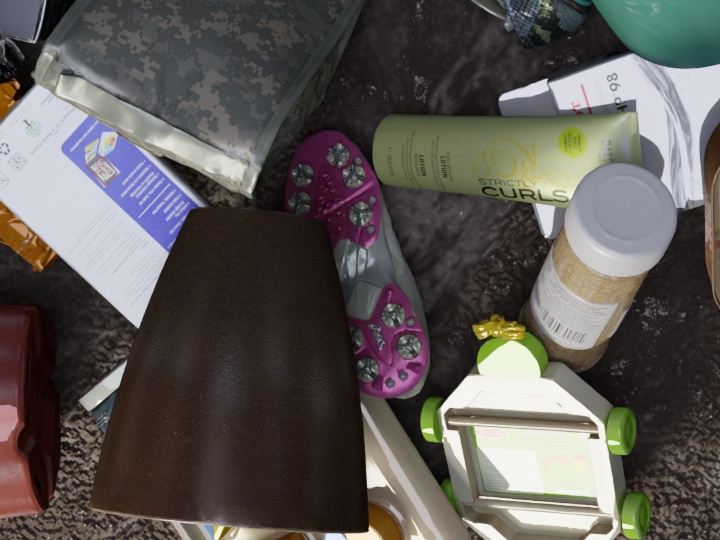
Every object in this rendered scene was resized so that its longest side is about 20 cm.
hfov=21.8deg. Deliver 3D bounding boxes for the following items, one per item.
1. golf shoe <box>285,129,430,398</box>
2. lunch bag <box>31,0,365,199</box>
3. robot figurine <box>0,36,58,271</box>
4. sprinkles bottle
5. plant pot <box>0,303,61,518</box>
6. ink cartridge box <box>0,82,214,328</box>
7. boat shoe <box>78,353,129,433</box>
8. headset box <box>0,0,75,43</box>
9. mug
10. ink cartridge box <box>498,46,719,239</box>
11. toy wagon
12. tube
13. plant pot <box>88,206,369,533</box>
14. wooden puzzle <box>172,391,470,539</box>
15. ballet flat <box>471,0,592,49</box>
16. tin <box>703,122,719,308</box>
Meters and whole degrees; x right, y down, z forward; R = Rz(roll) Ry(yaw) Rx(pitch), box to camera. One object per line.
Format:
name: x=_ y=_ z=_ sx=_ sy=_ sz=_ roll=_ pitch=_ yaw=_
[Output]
golf shoe: x=0.000 y=0.000 z=1.329 sx=0.075 sy=0.092 sz=0.202 roll=-19 pitch=74 yaw=10
lunch bag: x=-0.109 y=-0.137 z=1.243 sx=0.163 sy=0.201 sz=0.118 roll=28 pitch=130 yaw=2
robot figurine: x=-0.272 y=-0.102 z=1.353 sx=0.200 sy=0.058 sz=0.145 roll=43 pitch=103 yaw=-2
sprinkles bottle: x=0.153 y=0.003 z=1.240 sx=0.067 sy=0.200 sz=0.069 roll=3 pitch=66 yaw=-6
plant pot: x=-0.321 y=0.103 z=1.340 sx=0.193 sy=0.201 sz=0.203 roll=-3 pitch=100 yaw=0
ink cartridge box: x=-0.171 y=-0.042 z=1.309 sx=0.200 sy=0.039 sz=0.099 roll=44 pitch=92 yaw=-6
boat shoe: x=-0.111 y=0.057 z=1.347 sx=0.199 sy=0.075 sz=0.062 roll=-37 pitch=97 yaw=3
headset box: x=-0.261 y=-0.223 z=1.257 sx=0.172 sy=0.200 sz=0.094 roll=16 pitch=102 yaw=4
mug: x=0.204 y=-0.237 z=1.205 sx=0.151 sy=0.114 sz=0.187 roll=-24 pitch=53 yaw=19
ink cartridge box: x=0.201 y=-0.097 z=1.281 sx=0.198 sy=0.067 sz=0.117 roll=-19 pitch=98 yaw=11
toy wagon: x=0.119 y=0.116 z=1.309 sx=0.154 sy=0.040 sz=0.202 roll=1 pitch=118 yaw=28
tube: x=0.101 y=-0.077 z=1.266 sx=0.198 sy=0.058 sz=0.052 roll=7 pitch=70 yaw=33
plant pot: x=-0.078 y=0.064 z=1.236 sx=0.185 sy=0.187 sz=0.203 roll=4 pitch=85 yaw=7
wooden puzzle: x=-0.047 y=0.173 z=1.358 sx=0.199 sy=0.046 sz=0.186 roll=-31 pitch=94 yaw=26
ballet flat: x=0.073 y=-0.233 z=1.278 sx=0.074 sy=0.074 sz=0.200 roll=-40 pitch=89 yaw=13
tin: x=0.282 y=-0.040 z=1.240 sx=0.111 sy=0.042 sz=0.201 roll=-13 pitch=137 yaw=-2
